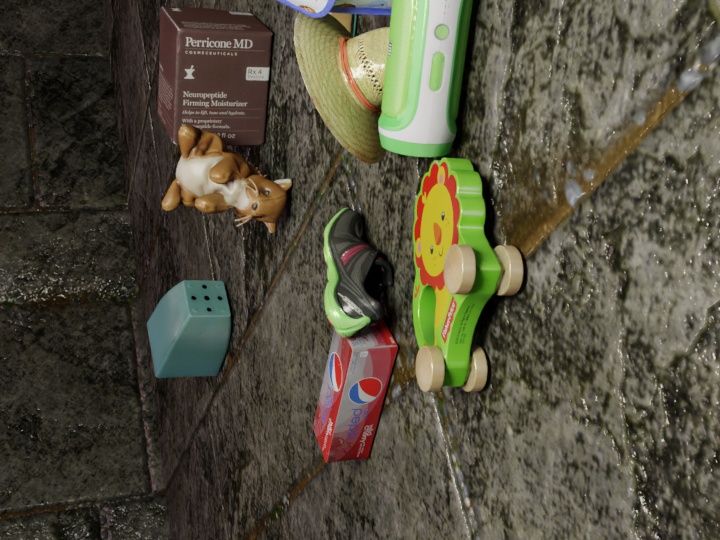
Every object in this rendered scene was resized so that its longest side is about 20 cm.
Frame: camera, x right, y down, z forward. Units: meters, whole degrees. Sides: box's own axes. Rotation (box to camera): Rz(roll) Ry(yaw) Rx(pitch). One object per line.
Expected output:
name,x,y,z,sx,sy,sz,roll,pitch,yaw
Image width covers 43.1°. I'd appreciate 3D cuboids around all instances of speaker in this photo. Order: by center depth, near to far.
speaker,0.066,-0.221,0.919,0.088,0.088,0.201,-136,47,-59

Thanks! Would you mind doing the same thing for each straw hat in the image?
straw hat,0.017,-0.225,1.010,0.085,0.201,0.202,-21,69,26

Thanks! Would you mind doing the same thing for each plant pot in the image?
plant pot,-0.351,0.112,1.922,0.200,0.140,0.142,-56,42,45

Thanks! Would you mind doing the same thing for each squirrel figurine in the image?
squirrel figurine,-0.199,-0.141,1.501,0.200,0.186,0.142,-24,-46,-75

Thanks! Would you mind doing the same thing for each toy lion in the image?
toy lion,0.090,-0.005,0.933,0.192,0.068,0.201,-110,27,-51

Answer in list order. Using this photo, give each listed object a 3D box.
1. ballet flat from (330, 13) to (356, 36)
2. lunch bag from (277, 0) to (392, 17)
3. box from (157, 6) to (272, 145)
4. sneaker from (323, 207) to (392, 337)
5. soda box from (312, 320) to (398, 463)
ballet flat,-0.039,-0.389,1.183,0.069,0.063,0.201,-149,58,-64
lunch bag,-0.013,-0.356,0.944,0.170,0.199,0.124,122,139,-53
box,-0.258,-0.339,1.589,0.164,0.165,0.201,-127,39,-55
sneaker,0.000,0.000,1.142,0.077,0.083,0.201,64,-164,-45
soda box,-0.009,0.155,1.180,0.070,0.063,0.201,-118,33,-47
